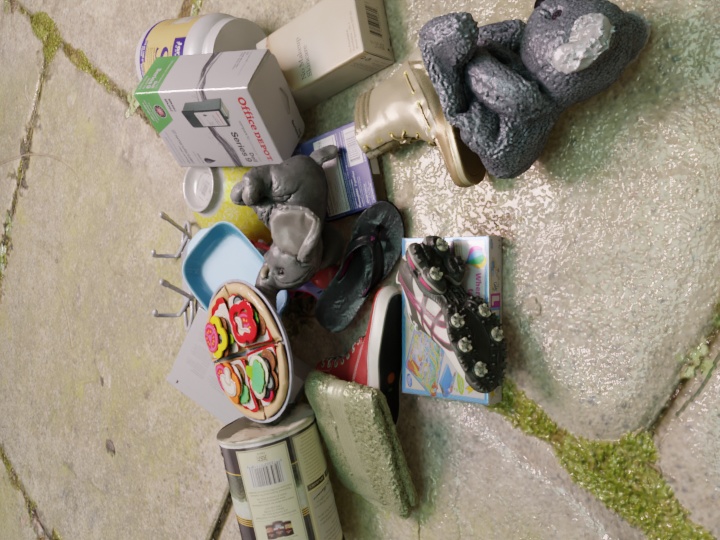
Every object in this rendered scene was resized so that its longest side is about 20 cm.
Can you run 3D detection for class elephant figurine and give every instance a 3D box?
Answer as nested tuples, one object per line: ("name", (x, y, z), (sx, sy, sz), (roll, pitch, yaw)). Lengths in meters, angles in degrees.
("elephant figurine", (-0.088, -0.043, 0.987), (0.155, 0.140, 0.203), (-37, 70, 51))

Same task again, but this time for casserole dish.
("casserole dish", (-0.181, 0.020, 1.065), (0.121, 0.039, 0.200), (-46, 72, 10))

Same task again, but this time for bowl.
("bowl", (-0.219, -0.131, 1.147), (0.198, 0.107, 0.205), (1, 92, 41))

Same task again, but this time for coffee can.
("coffee can", (-0.110, 0.310, 1.012), (0.144, 0.145, 0.204), (-8, 97, 40))

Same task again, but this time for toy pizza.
("toy pizza", (-0.163, 0.114, 0.984), (0.198, 0.031, 0.205), (15, 111, 43))

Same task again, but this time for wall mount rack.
("wall mount rack", (-0.318, -0.004, 1.218), (0.174, 0.073, 0.204), (136, 131, -58))

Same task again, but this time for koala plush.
("koala plush", (0.198, -0.213, 0.756), (0.198, 0.176, 0.187), (-21, 89, 38))

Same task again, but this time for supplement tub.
("supplement tub", (-0.249, -0.331, 1.144), (0.198, 0.144, 0.149), (11, 98, 40))

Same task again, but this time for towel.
("towel", (-0.001, 0.233, 0.959), (0.147, 0.036, 0.203), (8, 121, 45))

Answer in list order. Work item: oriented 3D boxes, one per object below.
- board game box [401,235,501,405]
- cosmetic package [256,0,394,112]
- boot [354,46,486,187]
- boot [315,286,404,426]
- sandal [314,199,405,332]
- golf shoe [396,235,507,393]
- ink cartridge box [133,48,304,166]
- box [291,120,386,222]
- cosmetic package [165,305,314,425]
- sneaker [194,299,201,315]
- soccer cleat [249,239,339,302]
("board game box", (0.114, 0.059, 0.909), (0.133, 0.034, 0.205), (1, 91, 41))
("cosmetic package", (-0.054, -0.312, 1.024), (0.198, 0.072, 0.106), (-18, 80, 39))
("boot", (0.070, -0.173, 0.917), (0.154, 0.072, 0.204), (-29, 71, 37))
("boot", (-0.007, 0.110, 0.994), (0.143, 0.072, 0.204), (17, 105, 41))
("sandal", (0.001, 0.001, 0.978), (0.074, 0.048, 0.203), (29, 106, 4))
("golf shoe", (0.107, 0.059, 0.858), (0.088, 0.076, 0.203), (-52, 55, 51))
("ink cartridge box", (-0.199, -0.229, 1.030), (0.196, 0.147, 0.085), (4, 53, 26))
("box", (-0.056, -0.131, 1.044), (0.197, 0.032, 0.124), (-13, 89, 37))
("cosmetic package", (-0.189, 0.163, 1.112), (0.198, 0.052, 0.152), (34, 112, 7))
("sneaker", (-0.215, 0.043, 1.163), (0.198, 0.081, 0.076), (-18, 79, 39))
("soccer cleat", (-0.114, 0.003, 1.084), (0.197, 0.066, 0.078), (14, 89, 35))
